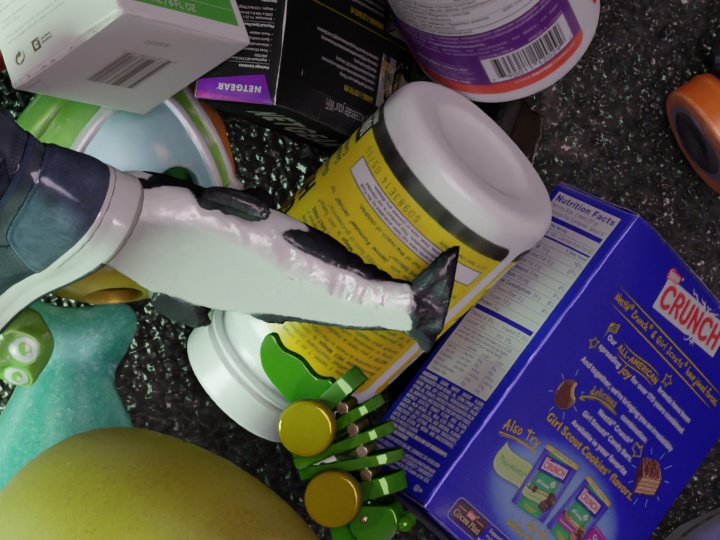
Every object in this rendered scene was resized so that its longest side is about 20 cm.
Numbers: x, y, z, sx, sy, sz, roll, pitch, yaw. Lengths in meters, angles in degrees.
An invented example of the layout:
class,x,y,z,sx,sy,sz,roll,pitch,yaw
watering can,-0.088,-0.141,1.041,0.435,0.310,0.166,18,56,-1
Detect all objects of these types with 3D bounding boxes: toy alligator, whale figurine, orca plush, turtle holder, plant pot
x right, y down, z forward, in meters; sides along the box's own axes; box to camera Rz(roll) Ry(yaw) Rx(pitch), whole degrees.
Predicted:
class,x,y,z,sx,sy,sz,roll,pitch,yaw
toy alligator,0.004,0.120,1.571,0.054,0.059,0.200,-21,90,11
whale figurine,-0.161,0.112,1.627,0.159,0.104,0.200,5,84,-11
orca plush,-0.047,-0.024,1.546,0.200,0.105,0.071,6,49,3
turtle holder,-0.148,-0.040,1.603,0.132,0.141,0.186,36,50,4
plant pot,-0.085,0.182,1.524,0.200,0.142,0.200,1,89,-41

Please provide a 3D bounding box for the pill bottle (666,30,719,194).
class,x,y,z,sx,sy,sz,roll,pitch,yaw
pill bottle,0.277,-0.121,1.726,0.200,0.106,0.106,-31,94,-10

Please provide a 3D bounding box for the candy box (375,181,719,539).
class,x,y,z,sx,sy,sz,roll,pitch,yaw
candy box,0.116,0.078,1.662,0.200,0.077,0.169,-52,132,-7

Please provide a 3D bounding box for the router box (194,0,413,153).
class,x,y,z,sx,sy,sz,roll,pitch,yaw
router box,-0.022,-0.148,1.620,0.051,0.200,0.149,6,85,21

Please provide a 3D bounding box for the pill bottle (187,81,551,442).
class,x,y,z,sx,sy,sz,roll,pitch,yaw
pill bottle,0.000,0.000,1.627,0.112,0.112,0.200,43,113,-7

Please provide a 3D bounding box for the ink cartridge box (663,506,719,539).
class,x,y,z,sx,sy,sz,roll,pitch,yaw
ink cartridge box,0.186,0.174,1.667,0.200,0.163,0.057,-19,90,-11

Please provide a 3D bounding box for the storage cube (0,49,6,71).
class,x,y,z,sx,sy,sz,roll,pitch,yaw
storage cube,-0.299,-0.132,1.558,0.180,0.200,0.171,-35,96,1

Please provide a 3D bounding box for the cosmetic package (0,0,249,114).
class,x,y,z,sx,sy,sz,roll,pitch,yaw
cosmetic package,-0.146,-0.190,1.522,0.085,0.108,0.200,-31,69,30

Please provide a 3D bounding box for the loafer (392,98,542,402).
class,x,y,z,sx,sy,sz,roll,pitch,yaw
loafer,0.072,-0.005,1.704,0.071,0.073,0.200,13,92,-25

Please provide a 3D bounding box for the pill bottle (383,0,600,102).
class,x,y,z,sx,sy,sz,roll,pitch,yaw
pill bottle,0.052,-0.183,1.572,0.111,0.200,0.112,-8,60,15

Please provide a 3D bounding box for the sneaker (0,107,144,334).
class,x,y,z,sx,sy,sz,roll,pitch,yaw
sneaker,-0.223,-0.026,1.480,0.146,0.202,0.077,28,47,-28
